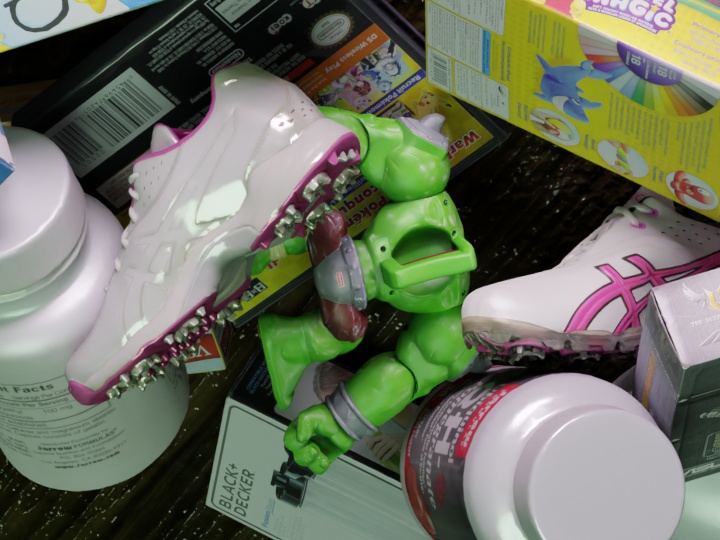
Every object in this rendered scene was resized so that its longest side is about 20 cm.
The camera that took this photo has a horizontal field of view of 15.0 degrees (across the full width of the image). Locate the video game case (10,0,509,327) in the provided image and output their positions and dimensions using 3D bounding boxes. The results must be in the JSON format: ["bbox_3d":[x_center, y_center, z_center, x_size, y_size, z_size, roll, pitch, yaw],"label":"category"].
[{"bbox_3d":[-0.054,-0.077,1.459,0.200,0.026,0.181,-35,123,23],"label":"video game case"}]

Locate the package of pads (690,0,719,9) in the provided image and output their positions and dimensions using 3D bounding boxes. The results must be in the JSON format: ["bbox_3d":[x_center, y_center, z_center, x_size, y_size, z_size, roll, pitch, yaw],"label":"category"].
[{"bbox_3d":[0.258,-0.114,1.354,0.120,0.076,0.200,-27,122,28],"label":"package of pads"}]

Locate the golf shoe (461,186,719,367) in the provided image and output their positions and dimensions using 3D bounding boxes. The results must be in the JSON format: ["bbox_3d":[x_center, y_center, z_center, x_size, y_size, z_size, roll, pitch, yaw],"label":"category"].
[{"bbox_3d":[0.135,0.003,1.438,0.199,0.092,0.073,-6,177,-31],"label":"golf shoe"}]

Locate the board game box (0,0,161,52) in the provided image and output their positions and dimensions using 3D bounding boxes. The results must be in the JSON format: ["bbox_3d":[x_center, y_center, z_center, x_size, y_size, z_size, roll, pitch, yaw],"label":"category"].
[{"bbox_3d":[-0.118,-0.183,1.331,0.199,0.103,0.105,-15,104,24],"label":"board game box"}]

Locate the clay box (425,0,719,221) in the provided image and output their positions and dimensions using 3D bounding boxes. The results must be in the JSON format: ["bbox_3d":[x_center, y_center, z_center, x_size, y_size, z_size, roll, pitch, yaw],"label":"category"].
[{"bbox_3d":[0.127,-0.099,1.351,0.200,0.048,0.115,26,154,16],"label":"clay box"}]

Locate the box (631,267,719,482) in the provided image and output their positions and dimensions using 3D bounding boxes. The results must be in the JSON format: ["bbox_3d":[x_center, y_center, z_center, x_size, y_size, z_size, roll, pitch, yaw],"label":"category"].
[{"bbox_3d":[0.241,0.036,1.401,0.199,0.048,0.159,-16,153,-6],"label":"box"}]

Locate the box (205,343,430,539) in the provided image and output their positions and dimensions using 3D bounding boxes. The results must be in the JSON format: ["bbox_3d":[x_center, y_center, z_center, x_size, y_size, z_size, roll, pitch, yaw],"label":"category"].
[{"bbox_3d":[0.014,0.129,1.596,0.200,0.060,0.117,27,142,9],"label":"box"}]

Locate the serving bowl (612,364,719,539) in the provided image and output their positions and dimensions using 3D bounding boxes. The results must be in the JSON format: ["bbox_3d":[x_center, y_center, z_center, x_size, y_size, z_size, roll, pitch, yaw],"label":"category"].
[{"bbox_3d":[0.220,0.106,1.570,0.199,0.066,0.201,6,133,6],"label":"serving bowl"}]

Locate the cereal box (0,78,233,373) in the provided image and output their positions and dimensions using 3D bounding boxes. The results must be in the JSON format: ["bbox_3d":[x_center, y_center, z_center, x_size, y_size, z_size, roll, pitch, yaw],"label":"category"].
[{"bbox_3d":[-0.167,-0.018,1.554,0.143,0.040,0.200,-7,131,13],"label":"cereal box"}]

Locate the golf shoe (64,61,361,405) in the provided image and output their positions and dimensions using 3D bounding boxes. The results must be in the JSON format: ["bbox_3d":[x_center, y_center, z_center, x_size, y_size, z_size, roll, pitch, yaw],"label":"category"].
[{"bbox_3d":[-0.089,-0.019,1.383,0.092,0.075,0.200,46,103,10],"label":"golf shoe"}]

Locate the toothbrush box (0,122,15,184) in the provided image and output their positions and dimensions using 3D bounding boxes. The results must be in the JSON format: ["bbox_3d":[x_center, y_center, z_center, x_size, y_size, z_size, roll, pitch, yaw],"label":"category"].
[{"bbox_3d":[-0.280,-0.044,1.380,0.200,0.147,0.085,-44,129,16],"label":"toothbrush box"}]

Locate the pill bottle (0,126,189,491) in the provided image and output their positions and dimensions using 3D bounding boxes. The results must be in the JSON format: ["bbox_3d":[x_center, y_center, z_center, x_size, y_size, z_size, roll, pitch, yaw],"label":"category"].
[{"bbox_3d":[-0.169,0.020,1.461,0.114,0.115,0.200,-2,143,14],"label":"pill bottle"}]

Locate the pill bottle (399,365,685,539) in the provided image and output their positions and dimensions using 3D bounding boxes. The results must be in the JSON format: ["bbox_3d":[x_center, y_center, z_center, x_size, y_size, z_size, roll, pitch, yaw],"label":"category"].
[{"bbox_3d":[0.096,0.107,1.418,0.110,0.111,0.200,27,174,-13],"label":"pill bottle"}]

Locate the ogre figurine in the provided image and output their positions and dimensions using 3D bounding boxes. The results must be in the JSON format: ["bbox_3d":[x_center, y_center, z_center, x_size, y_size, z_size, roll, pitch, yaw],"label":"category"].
[{"bbox_3d":[0.000,0.000,1.439,0.119,0.201,0.098,-11,175,1],"label":"ogre figurine"}]
